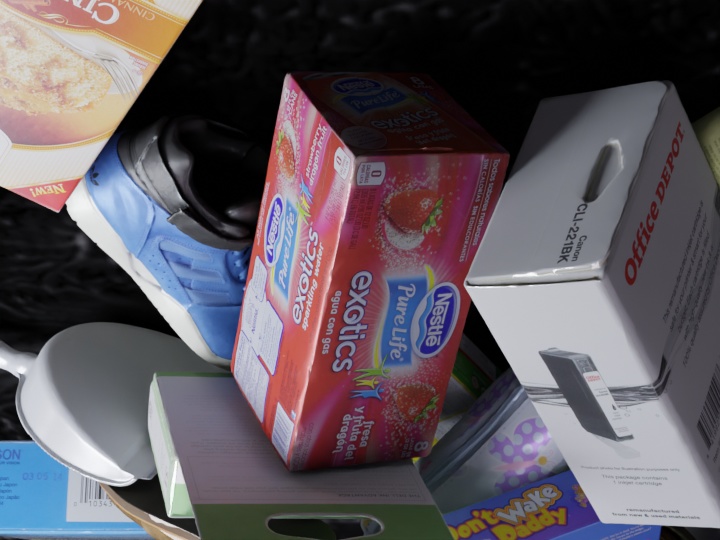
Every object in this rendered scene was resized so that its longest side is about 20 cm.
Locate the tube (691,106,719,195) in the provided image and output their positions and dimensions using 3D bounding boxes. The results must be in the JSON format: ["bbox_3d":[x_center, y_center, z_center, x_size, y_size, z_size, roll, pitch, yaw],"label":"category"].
[{"bbox_3d":[0.197,-0.059,0.920,0.052,0.058,0.200,-14,163,-46],"label":"tube"}]

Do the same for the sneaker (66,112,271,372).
[{"bbox_3d":[-0.073,-0.014,0.972,0.111,0.077,0.200,-20,125,38],"label":"sneaker"}]

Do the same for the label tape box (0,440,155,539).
[{"bbox_3d":[-0.180,0.161,1.163,0.143,0.064,0.200,0,168,7],"label":"label tape box"}]

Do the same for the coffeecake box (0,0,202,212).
[{"bbox_3d":[-0.180,-0.143,0.853,0.152,0.074,0.200,25,134,-20],"label":"coffeecake box"}]

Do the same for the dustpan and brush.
[{"bbox_3d":[-0.190,0.069,1.066,0.199,0.140,0.058,31,126,11],"label":"dustpan and brush"}]

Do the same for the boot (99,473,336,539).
[{"bbox_3d":[-0.092,0.167,0.993,0.199,0.073,0.076,23,124,43],"label":"boot"}]

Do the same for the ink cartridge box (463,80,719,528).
[{"bbox_3d":[0.148,0.020,0.884,0.083,0.145,0.201,-4,134,34],"label":"ink cartridge box"}]

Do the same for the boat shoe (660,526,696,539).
[{"bbox_3d":[0.197,0.214,1.087,0.067,0.200,0.073,-8,101,-22],"label":"boat shoe"}]

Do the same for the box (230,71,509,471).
[{"bbox_3d":[0.000,0.000,0.907,0.095,0.100,0.202,-3,122,-26],"label":"box"}]

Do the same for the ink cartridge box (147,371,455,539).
[{"bbox_3d":[-0.038,0.122,0.934,0.144,0.200,0.048,3,116,-16],"label":"ink cartridge box"}]

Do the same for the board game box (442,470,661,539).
[{"bbox_3d":[0.084,0.200,0.989,0.198,0.045,0.136,-15,129,-21],"label":"board game box"}]

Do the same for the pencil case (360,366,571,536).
[{"bbox_3d":[0.090,0.116,1.018,0.200,0.083,0.091,-48,152,9],"label":"pencil case"}]

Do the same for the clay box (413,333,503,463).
[{"bbox_3d":[-0.011,0.094,1.098,0.199,0.048,0.115,-23,132,28],"label":"clay box"}]

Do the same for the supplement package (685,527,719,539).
[{"bbox_3d":[0.319,0.190,1.113,0.154,0.112,0.201,13,136,-8],"label":"supplement package"}]
